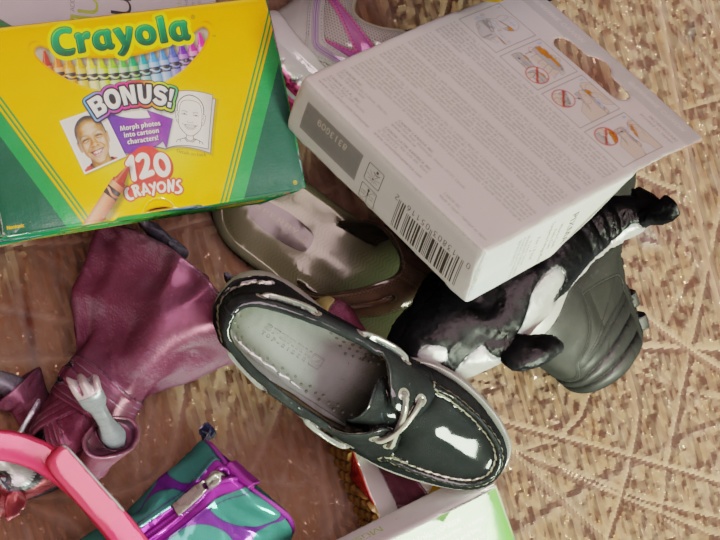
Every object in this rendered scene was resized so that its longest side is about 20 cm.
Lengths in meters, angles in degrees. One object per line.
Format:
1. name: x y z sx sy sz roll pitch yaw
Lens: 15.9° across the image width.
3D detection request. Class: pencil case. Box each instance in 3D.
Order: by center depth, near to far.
1. pencil case: -0.140 0.184 1.529 0.200 0.092 0.085 -38 61 -12

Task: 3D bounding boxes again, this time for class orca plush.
1. orca plush: 0.095 -0.003 1.534 0.200 0.071 0.105 -24 49 2

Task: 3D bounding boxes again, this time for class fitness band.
1. fitness band: -0.189 0.182 1.460 0.144 0.037 0.200 -39 94 -8

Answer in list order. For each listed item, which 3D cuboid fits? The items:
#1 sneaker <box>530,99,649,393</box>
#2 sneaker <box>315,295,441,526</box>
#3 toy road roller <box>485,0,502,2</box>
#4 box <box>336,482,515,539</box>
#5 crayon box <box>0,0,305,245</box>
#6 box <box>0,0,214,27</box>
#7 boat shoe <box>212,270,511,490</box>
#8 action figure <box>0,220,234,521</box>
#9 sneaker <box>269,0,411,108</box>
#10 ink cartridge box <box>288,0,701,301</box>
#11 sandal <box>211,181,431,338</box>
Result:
1. sneaker: 0.148 -0.010 1.641 0.099 0.071 0.200 49 51 -36
2. sneaker: 0.030 0.101 1.594 0.090 0.075 0.200 -22 100 -15
3. toy road roller: 0.039 -0.249 1.451 0.200 0.146 0.123 24 81 -10
4. box: 0.045 0.238 1.564 0.144 0.036 0.200 -25 113 -13
5. crayon box: -0.140 -0.087 1.501 0.200 0.058 0.119 -11 88 -30
6. box: -0.182 -0.133 1.546 0.200 0.036 0.145 3 81 -28
7. boat shoe: 0.000 0.072 1.491 0.200 0.060 0.076 28 99 -8
8. action figure: -0.156 0.070 1.552 0.200 0.134 0.149 -56 137 -4
9. sneaker: 0.019 -0.103 1.605 0.088 0.081 0.200 -44 96 -12
10. ink cartridge box: 0.081 -0.082 1.537 0.200 0.047 0.160 -26 60 -38
11. sandal: -0.001 0.000 1.601 0.201 0.057 0.080 27 79 -10
